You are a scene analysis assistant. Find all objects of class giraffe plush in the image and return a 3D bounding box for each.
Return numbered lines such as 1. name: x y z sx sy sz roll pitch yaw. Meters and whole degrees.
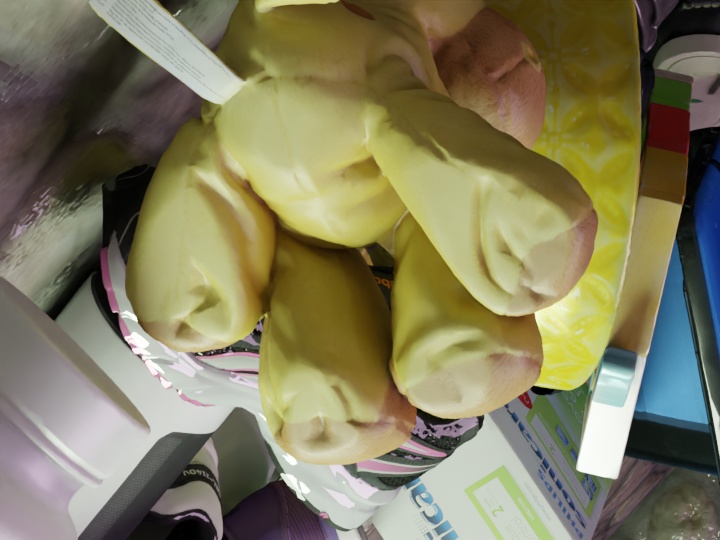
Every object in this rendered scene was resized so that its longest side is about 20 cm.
1. giraffe plush: 0.003 -0.056 0.991 0.172 0.201 0.162 -26 -165 29

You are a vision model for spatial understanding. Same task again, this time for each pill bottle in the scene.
1. pill bottle: -0.171 0.100 0.975 0.200 0.111 0.111 -46 167 -1

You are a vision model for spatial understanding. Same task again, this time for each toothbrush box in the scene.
1. toothbrush box: 0.054 0.077 1.403 0.086 0.146 0.200 -33 -177 17

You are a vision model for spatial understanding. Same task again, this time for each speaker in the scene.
1. speaker: -0.137 0.097 1.140 0.200 0.081 0.081 -50 166 17

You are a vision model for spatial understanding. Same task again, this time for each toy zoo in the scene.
1. toy zoo: 0.122 0.003 1.223 0.200 0.020 0.132 -71 172 -67

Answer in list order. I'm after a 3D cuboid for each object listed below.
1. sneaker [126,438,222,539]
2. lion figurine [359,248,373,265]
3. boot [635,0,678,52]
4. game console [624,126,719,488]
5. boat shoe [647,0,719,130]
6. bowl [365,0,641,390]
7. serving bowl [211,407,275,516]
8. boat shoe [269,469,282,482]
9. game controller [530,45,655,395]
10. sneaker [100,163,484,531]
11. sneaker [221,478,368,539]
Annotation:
1. sneaker: -0.137 0.147 1.214 0.075 0.088 0.200 31 108 -31
2. lion figurine: 0.000 0.000 1.297 0.122 0.073 0.200 -41 168 -8
3. boot: 0.110 -0.092 1.384 0.132 0.070 0.200 -52 179 -23
4. game console: 0.150 0.035 1.416 0.118 0.201 0.171 -7 -160 19
5. boat shoe: 0.168 -0.114 1.476 0.071 0.068 0.200 4 166 -10
6. bowl: 0.039 -0.053 1.132 0.107 0.201 0.200 2 152 -10
7. serving bowl: -0.105 0.123 1.343 0.200 0.066 0.200 -43 167 -12
8. boat shoe: -0.070 0.127 1.468 0.201 0.061 0.072 -51 160 20
9. game controller: 0.089 -0.040 1.244 0.042 0.105 0.201 -9 136 -20
10. sneaker: -0.023 0.017 1.081 0.086 0.081 0.200 -28 135 20
11. sneaker: -0.056 0.157 1.340 0.087 0.076 0.200 -26 157 -17
